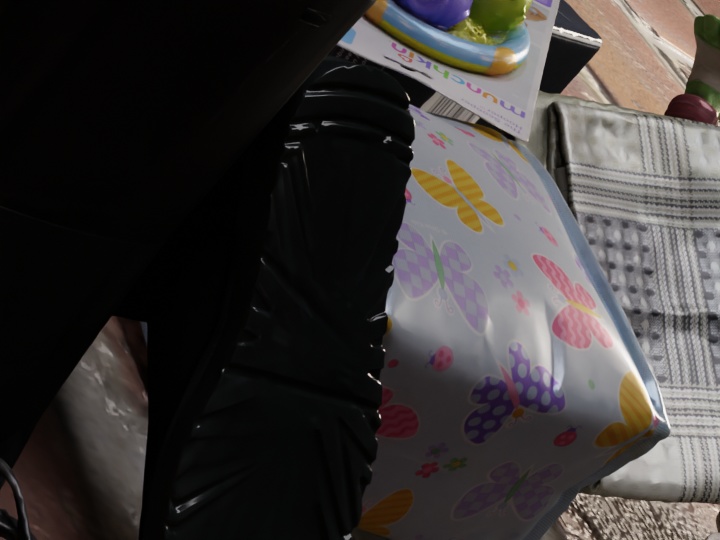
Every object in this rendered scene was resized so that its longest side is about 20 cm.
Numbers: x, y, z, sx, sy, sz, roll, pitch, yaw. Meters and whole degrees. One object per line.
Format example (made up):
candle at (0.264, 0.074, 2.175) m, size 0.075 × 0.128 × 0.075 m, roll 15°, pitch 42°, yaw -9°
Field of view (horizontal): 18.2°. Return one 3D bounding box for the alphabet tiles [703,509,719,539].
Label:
alphabet tiles at (0.237, 0.172, 1.022) m, size 0.196 × 0.015 × 0.200 m, roll 45°, pitch 34°, yaw 0°

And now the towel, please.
towel at (0.155, 0.015, 1.029) m, size 0.198 × 0.035 × 0.194 m, roll 6°, pitch 70°, yaw -21°

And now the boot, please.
boot at (-0.064, 0.009, 0.728) m, size 0.073 × 0.200 × 0.162 m, roll 10°, pitch 4°, yaw -40°

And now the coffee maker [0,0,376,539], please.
coffee maker at (-0.090, -0.039, 0.641) m, size 0.192 × 0.200 × 0.135 m, roll 45°, pitch 19°, yaw 11°

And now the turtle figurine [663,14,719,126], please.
turtle figurine at (0.158, -0.039, 1.129) m, size 0.200 × 0.195 × 0.144 m, roll 37°, pitch -11°, yaw -27°

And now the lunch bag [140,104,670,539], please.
lunch bag at (0.000, 0.000, 0.861) m, size 0.169 × 0.127 × 0.201 m, roll 21°, pitch 36°, yaw -41°

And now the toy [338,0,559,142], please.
toy at (0.039, -0.134, 0.989) m, size 0.114 × 0.047 × 0.200 m, roll 26°, pitch 24°, yaw -3°

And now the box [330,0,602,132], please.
box at (-0.008, -0.152, 1.187) m, size 0.197 × 0.124 × 0.200 m, roll 50°, pitch 21°, yaw 21°
